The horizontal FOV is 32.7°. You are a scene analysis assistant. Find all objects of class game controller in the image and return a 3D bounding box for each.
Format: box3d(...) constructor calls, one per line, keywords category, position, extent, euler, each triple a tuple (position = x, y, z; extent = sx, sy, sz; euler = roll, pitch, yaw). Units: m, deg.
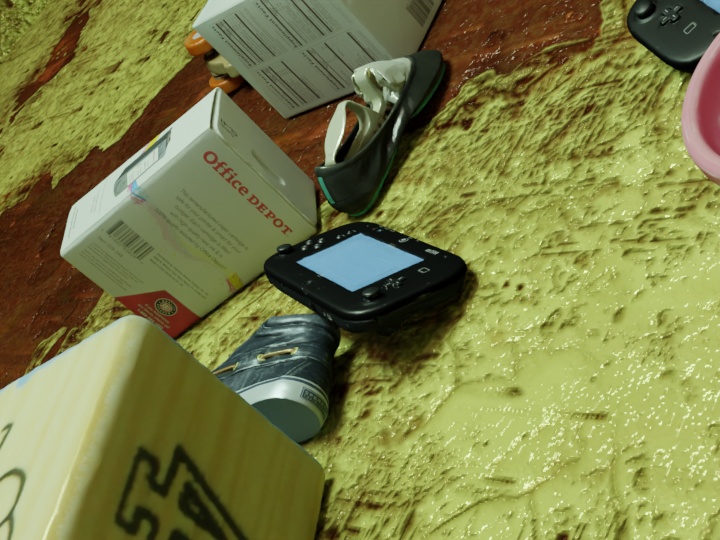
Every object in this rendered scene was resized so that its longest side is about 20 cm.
box3d(category="game controller", position=(0.000, 0.000, 0.945), extent=(0.104, 0.042, 0.200), euler=(-32, 24, -16))
box3d(category="game controller", position=(0.277, -0.219, 0.842), extent=(0.200, 0.042, 0.105), euler=(-43, 27, 9))

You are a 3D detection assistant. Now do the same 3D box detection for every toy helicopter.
box3d(category="toy helicopter", position=(-0.112, -0.284, 1.497), extent=(0.199, 0.079, 0.132), euler=(11, 53, 47))

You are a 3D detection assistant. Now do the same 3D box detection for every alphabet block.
box3d(category="alphabet block", position=(-0.162, 0.186, 0.790), extent=(0.195, 0.196, 0.201), euler=(-29, 32, 34))

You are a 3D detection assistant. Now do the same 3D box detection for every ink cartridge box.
box3d(category="ink cartridge box", position=(-0.158, -0.049, 1.147), extent=(0.199, 0.148, 0.086), euler=(-35, 30, 19))

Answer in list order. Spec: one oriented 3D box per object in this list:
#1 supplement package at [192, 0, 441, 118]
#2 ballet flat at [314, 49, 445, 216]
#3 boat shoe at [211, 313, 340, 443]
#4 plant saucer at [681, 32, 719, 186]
box3d(category="supplement package", position=(-0.038, -0.283, 1.277), extent=(0.199, 0.151, 0.153), euler=(-12, 44, 48))
box3d(category="ballet flat", position=(0.017, -0.142, 1.103), extent=(0.068, 0.068, 0.201), euler=(-13, 43, 48))
box3d(category="boat shoe", position=(-0.098, 0.099, 0.958), extent=(0.199, 0.071, 0.091), euler=(-19, 37, 32))
box3d(category="plant saucer", position=(0.282, -0.114, 0.703), extent=(0.200, 0.051, 0.201), euler=(-34, 30, 23))
